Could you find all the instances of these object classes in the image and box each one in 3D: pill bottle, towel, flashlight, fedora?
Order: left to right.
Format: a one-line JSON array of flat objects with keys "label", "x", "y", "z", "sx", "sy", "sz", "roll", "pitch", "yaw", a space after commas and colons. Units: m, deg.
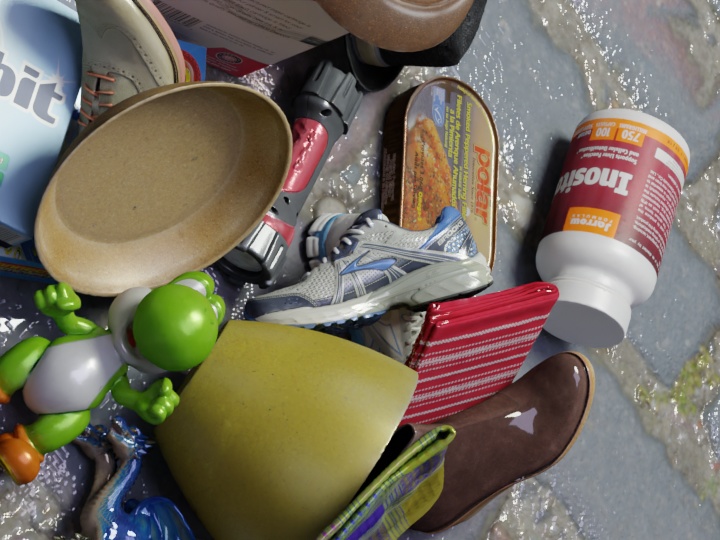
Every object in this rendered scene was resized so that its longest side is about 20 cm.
[{"label": "flashlight", "x": -0.060, "y": -0.082, "z": 1.507, "sx": 0.068, "sy": 0.068, "sz": 0.201, "roll": 34, "pitch": 61, "yaw": -17}, {"label": "towel", "x": 0.015, "y": 0.182, "z": 1.367, "sx": 0.144, "sy": 0.200, "sz": 0.023, "roll": -43, "pitch": 77, "yaw": -14}, {"label": "fedora", "x": 0.055, "y": -0.241, "z": 1.554, "sx": 0.200, "sy": 0.091, "sz": 0.202, "roll": 14, "pitch": 90, "yaw": -72}, {"label": "towel", "x": 0.075, "y": 0.093, "z": 1.520, "sx": 0.144, "sy": 0.201, "sz": 0.023, "roll": -11, "pitch": 49, "yaw": -39}, {"label": "pill bottle", "x": 0.225, "y": -0.037, "z": 1.696, "sx": 0.113, "sy": 0.113, "sz": 0.201, "roll": 34, "pitch": 61, "yaw": -29}]

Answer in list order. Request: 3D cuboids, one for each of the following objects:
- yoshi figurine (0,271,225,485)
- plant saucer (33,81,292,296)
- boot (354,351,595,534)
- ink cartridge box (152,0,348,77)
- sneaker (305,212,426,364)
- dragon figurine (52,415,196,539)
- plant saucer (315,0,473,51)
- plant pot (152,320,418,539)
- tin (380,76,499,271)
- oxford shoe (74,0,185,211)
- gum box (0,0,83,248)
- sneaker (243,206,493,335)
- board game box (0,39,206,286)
[{"label": "yoshi figurine", "x": -0.180, "y": 0.063, "z": 1.316, "sx": 0.199, "sy": 0.112, "sz": 0.113, "roll": -32, "pitch": 140, "yaw": -15}, {"label": "plant saucer", "x": -0.143, "y": -0.065, "z": 1.313, "sx": 0.199, "sy": 0.201, "sz": 0.036, "roll": -3, "pitch": 46, "yaw": -39}, {"label": "boot", "x": 0.091, "y": 0.138, "z": 1.503, "sx": 0.072, "sy": 0.200, "sz": 0.166, "roll": 50, "pitch": 19, "yaw": 30}, {"label": "ink cartridge box", "x": -0.086, "y": -0.231, "z": 1.428, "sx": 0.144, "sy": 0.199, "sz": 0.085, "roll": 20, "pitch": 69, "yaw": -35}, {"label": "sneaker", "x": 0.032, "y": 0.039, "z": 1.544, "sx": 0.075, "sy": 0.086, "sz": 0.201, "roll": -43, "pitch": 109, "yaw": -38}, {"label": "dragon figurine", "x": -0.160, "y": 0.202, "z": 1.373, "sx": 0.099, "sy": 0.059, "sz": 0.201, "roll": -43, "pitch": 107, "yaw": -35}, {"label": "plant saucer", "x": 0.024, "y": -0.263, "z": 1.377, "sx": 0.199, "sy": 0.034, "sz": 0.202, "roll": 12, "pitch": 70, "yaw": -37}, {"label": "plant pot", "x": -0.070, "y": 0.118, "z": 1.398, "sx": 0.142, "sy": 0.200, "sz": 0.201, "roll": 35, "pitch": 59, "yaw": -4}, {"label": "tin", "x": 0.069, "y": -0.069, "z": 1.627, "sx": 0.111, "sy": 0.042, "sz": 0.202, "roll": 13, "pitch": 73, "yaw": -32}, {"label": "oxford shoe", "x": -0.167, "y": -0.125, "z": 1.313, "sx": 0.074, "sy": 0.071, "sz": 0.201, "roll": -45, "pitch": 137, "yaw": -30}, {"label": "gum box", "x": -0.277, "y": -0.143, "z": 1.286, "sx": 0.169, "sy": 0.044, "sz": 0.201, "roll": 29, "pitch": 63, "yaw": -31}, {"label": "sneaker", "x": 0.000, "y": 0.000, "z": 1.473, "sx": 0.199, "sy": 0.077, "sz": 0.086, "roll": -14, "pitch": 82, "yaw": -10}, {"label": "board game box", "x": -0.214, "y": -0.090, "z": 1.390, "sx": 0.195, "sy": 0.056, "sz": 0.202, "roll": 11, "pitch": 74, "yaw": -36}]
